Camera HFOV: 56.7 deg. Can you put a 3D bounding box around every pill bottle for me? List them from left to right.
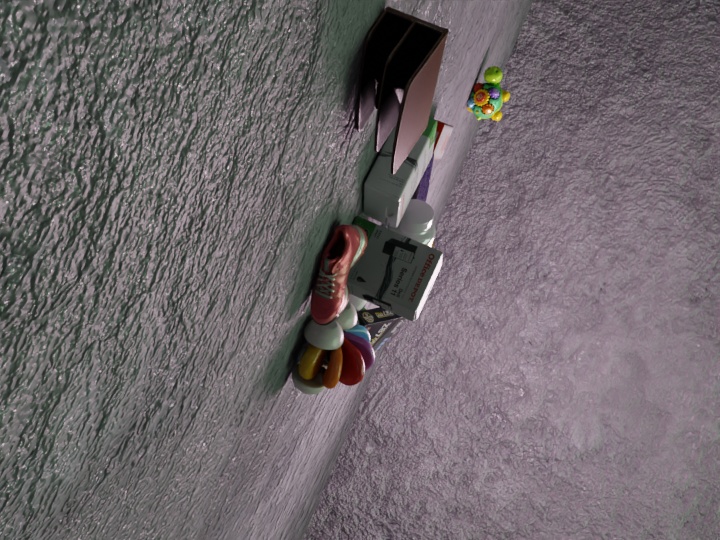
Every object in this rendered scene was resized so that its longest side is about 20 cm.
[{"bbox_3d":[0.114,-0.066,1.566,0.200,0.112,0.113,99,17,-48],"label":"pill bottle"}]

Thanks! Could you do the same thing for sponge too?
[{"bbox_3d":[0.136,-0.193,1.692,0.112,0.030,0.200,163,-60,-69],"label":"sponge"}]

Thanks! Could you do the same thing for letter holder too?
[{"bbox_3d":[0.046,-0.264,1.020,0.142,0.100,0.200,-60,169,-29],"label":"letter holder"}]

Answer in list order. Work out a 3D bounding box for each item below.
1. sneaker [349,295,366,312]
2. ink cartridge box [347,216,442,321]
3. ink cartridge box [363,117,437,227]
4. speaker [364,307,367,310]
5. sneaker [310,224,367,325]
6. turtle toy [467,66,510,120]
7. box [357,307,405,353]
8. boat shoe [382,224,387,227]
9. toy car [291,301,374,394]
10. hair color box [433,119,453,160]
[{"bbox_3d":[-0.001,-0.001,1.514,0.108,0.067,0.202,30,80,-80],"label":"sneaker"},{"bbox_3d":[0.054,-0.003,1.389,0.083,0.200,0.147,85,29,-71],"label":"ink cartridge box"},{"bbox_3d":[0.082,-0.212,1.403,0.146,0.084,0.200,89,25,-69],"label":"ink cartridge box"},{"bbox_3d":[-0.015,0.157,1.760,0.200,0.088,0.089,92,23,-67],"label":"speaker"},{"bbox_3d":[-0.057,0.003,1.242,0.087,0.074,0.200,19,91,-68],"label":"sneaker"},{"bbox_3d":[0.472,-0.658,2.481,0.101,0.146,0.200,1,113,-57],"label":"turtle toy"},{"bbox_3d":[0.002,0.167,1.629,0.161,0.049,0.200,-8,144,-49],"label":"box"},{"bbox_3d":[0.097,-0.113,1.795,0.074,0.067,0.200,80,34,-73],"label":"boat shoe"},{"bbox_3d":[-0.045,0.171,1.406,0.200,0.150,0.175,-52,163,-58],"label":"toy car"},{"bbox_3d":[0.195,-0.353,1.795,0.200,0.061,0.102,-32,144,-73],"label":"hair color box"}]
